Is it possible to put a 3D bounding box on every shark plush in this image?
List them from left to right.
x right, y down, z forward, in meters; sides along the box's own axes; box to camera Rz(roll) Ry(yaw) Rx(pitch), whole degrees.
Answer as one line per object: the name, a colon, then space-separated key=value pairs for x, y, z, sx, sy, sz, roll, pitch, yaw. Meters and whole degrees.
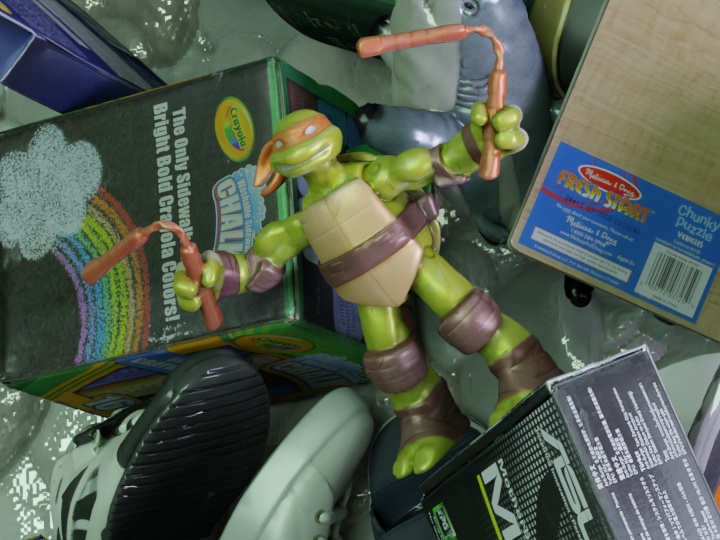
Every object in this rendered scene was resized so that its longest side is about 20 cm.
shark plush: x=0.075 y=-0.045 z=0.913 sx=0.083 sy=0.091 sz=0.200 roll=-32 pitch=103 yaw=23

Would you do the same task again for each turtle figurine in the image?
turtle figurine: x=0.000 y=0.000 z=0.875 sx=0.199 sy=0.064 sz=0.162 roll=-29 pitch=98 yaw=17

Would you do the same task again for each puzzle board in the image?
puzzle board: x=0.176 y=-0.038 z=0.895 sx=0.199 sy=0.017 sz=0.151 roll=24 pitch=84 yaw=-6

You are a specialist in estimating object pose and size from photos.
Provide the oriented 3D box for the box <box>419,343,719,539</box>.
box: x=0.096 y=0.146 z=0.794 sx=0.047 sy=0.193 sz=0.201 roll=-20 pitch=80 yaw=-15

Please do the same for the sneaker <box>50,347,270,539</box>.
sneaker: x=-0.104 y=0.090 z=0.987 sx=0.089 sy=0.074 sz=0.200 roll=58 pitch=139 yaw=31

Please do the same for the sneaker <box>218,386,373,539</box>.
sneaker: x=-0.030 y=0.153 z=0.987 sx=0.084 sy=0.073 sz=0.201 roll=29 pitch=96 yaw=13

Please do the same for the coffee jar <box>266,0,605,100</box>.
coffee jar: x=0.060 y=-0.126 z=0.981 sx=0.199 sy=0.104 sz=0.086 roll=20 pitch=86 yaw=27

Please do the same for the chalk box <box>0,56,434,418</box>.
chalk box: x=-0.051 y=-0.012 z=0.993 sx=0.199 sy=0.124 sz=0.125 roll=-11 pitch=72 yaw=24

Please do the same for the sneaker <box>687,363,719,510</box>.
sneaker: x=0.193 y=0.039 z=0.798 sx=0.112 sy=0.078 sz=0.201 roll=28 pitch=86 yaw=10

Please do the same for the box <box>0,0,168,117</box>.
box: x=-0.160 y=-0.114 z=1.027 sx=0.121 sy=0.200 sz=0.032 roll=42 pitch=96 yaw=27

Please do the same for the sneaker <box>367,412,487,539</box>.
sneaker: x=0.051 y=0.142 z=0.939 sx=0.078 sy=0.079 sz=0.201 roll=-33 pitch=65 yaw=16

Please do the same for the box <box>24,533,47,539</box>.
box: x=-0.176 y=0.221 z=0.991 sx=0.070 sy=0.064 sz=0.201 roll=39 pitch=121 yaw=27

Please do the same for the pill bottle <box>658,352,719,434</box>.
pill bottle: x=0.159 y=0.142 z=0.867 sx=0.114 sy=0.114 sz=0.201 roll=-33 pitch=67 yaw=15
